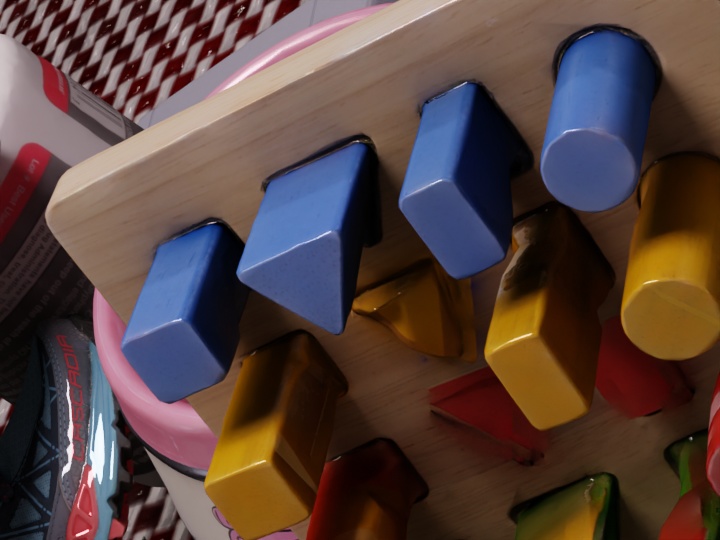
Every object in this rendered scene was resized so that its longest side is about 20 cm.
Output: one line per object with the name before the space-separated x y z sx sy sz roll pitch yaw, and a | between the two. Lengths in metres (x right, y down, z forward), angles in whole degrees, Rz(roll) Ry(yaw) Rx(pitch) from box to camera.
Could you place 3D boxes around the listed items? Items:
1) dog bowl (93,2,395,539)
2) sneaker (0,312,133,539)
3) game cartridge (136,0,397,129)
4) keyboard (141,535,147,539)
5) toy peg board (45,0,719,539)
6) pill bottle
dog bowl | 0.000 0.000 0.911 0.199 0.074 0.201 -23 42 23
sneaker | -0.133 0.109 0.954 0.079 0.095 0.201 177 106 -79
game cartridge | -0.054 -0.039 1.232 0.200 0.041 0.134 -30 33 41
keyboard | -0.094 0.164 1.021 0.200 0.020 0.128 -162 95 -79
toy peg board | 0.041 0.037 0.754 0.199 0.200 0.098 -25 27 25
pill bottle | -0.086 0.011 1.046 0.111 0.200 0.111 -39 30 29
